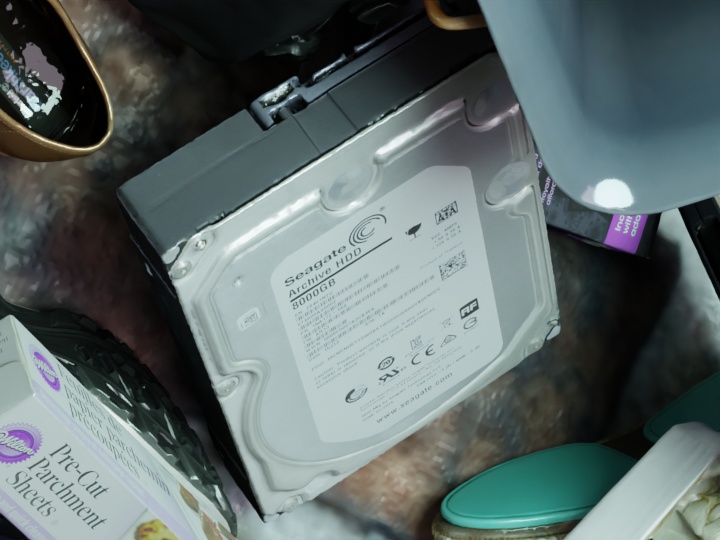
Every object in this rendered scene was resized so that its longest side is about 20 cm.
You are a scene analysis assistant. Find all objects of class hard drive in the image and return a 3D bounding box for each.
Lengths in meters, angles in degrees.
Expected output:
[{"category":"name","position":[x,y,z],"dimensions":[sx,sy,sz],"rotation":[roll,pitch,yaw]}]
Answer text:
[{"category":"hard drive","position":[0.000,0.000,0.972],"dimensions":[0.139,0.038,0.200],"rotation":[-32,149,-11]}]

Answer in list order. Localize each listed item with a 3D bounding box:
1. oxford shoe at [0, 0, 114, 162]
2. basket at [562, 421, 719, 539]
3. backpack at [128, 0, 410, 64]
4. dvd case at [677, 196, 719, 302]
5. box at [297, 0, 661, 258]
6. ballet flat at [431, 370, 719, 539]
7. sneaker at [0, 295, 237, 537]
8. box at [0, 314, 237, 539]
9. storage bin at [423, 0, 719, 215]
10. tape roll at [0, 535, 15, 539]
[{"category":"oxford shoe","position":[-0.145,-0.110,0.894],"dimensions":[0.071,0.071,0.200],"rotation":[-52,124,-12]},{"category":"basket","position":[0.151,0.172,1.097],"dimensions":[0.136,0.123,0.200],"rotation":[-46,146,-3]},{"category":"backpack","position":[-0.018,-0.191,0.915],"dimensions":[0.153,0.163,0.201],"rotation":[37,71,-16]},{"category":"dvd case","position":[0.172,0.053,1.039],"dimensions":[0.017,0.200,0.143],"rotation":[-31,114,10]},{"category":"box","position":[0.062,-0.094,1.044],"dimensions":[0.199,0.036,0.144],"rotation":[16,90,-48]},{"category":"ballet flat","position":[0.116,0.096,1.138],"dimensions":[0.199,0.070,0.066],"rotation":[-19,118,-29]},{"category":"sneaker","position":[-0.122,0.054,0.961],"dimensions":[0.200,0.074,0.079],"rotation":[32,105,-39]},{"category":"box","position":[-0.076,0.090,0.936],"dimensions":[0.041,0.039,0.200],"rotation":[-31,135,7]},{"category":"storage bin","position":[0.079,-0.138,0.828],"dimensions":[0.145,0.135,0.201],"rotation":[-17,128,11]},{"category":"tape roll","position":[-0.153,0.191,0.947],"dimensions":[0.199,0.066,0.201],"rotation":[-12,116,-26]}]
